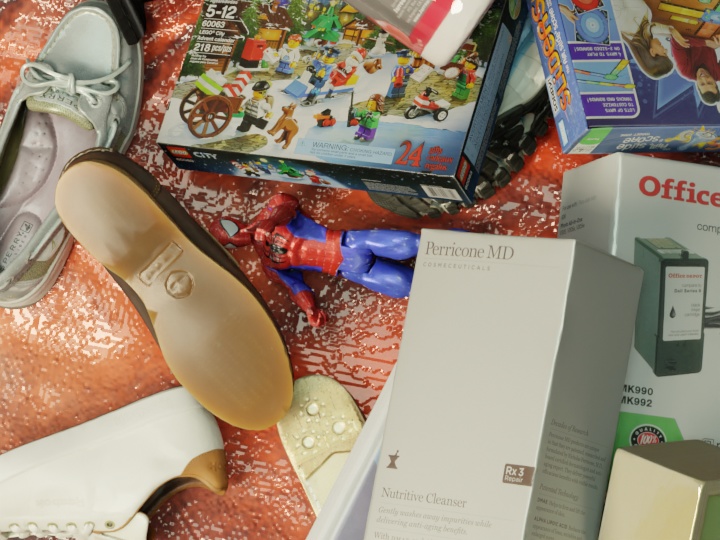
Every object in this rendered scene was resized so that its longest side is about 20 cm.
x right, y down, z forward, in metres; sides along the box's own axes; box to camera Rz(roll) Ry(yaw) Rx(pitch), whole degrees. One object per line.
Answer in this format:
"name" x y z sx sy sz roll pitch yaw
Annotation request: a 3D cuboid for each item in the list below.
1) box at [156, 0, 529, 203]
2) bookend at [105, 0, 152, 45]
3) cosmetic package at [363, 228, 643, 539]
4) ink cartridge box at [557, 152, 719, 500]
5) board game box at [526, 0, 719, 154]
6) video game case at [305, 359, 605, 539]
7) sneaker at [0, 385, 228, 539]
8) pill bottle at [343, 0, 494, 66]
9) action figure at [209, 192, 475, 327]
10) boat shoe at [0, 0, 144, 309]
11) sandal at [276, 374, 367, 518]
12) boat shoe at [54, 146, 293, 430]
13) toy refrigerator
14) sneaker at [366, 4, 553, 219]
"box" -0.011 -0.119 1.709 0.200 0.038 0.137 7 69 24
"bookend" -0.072 -0.265 1.734 0.200 0.092 0.199 -13 69 3
"cosmetic package" 0.080 0.082 1.587 0.113 0.081 0.200 2 80 37
"ink cartridge box" 0.191 0.040 1.666 0.146 0.084 0.200 8 81 -18
"board game box" 0.200 -0.137 1.679 0.200 0.034 0.135 -1 67 -24
"video game case" 0.061 0.166 1.667 0.182 0.023 0.200 31 81 -21
"sneaker" -0.175 0.143 1.714 0.200 0.073 0.085 -23 78 0
"pill bottle" -0.002 -0.215 1.618 0.200 0.111 0.111 35 86 0
"action figure" 0.000 0.000 1.706 0.200 0.099 0.065 11 112 9
"boat shoe" -0.191 -0.074 1.750 0.074 0.065 0.202 23 85 8
"sandal" 0.011 0.155 1.698 0.078 0.070 0.212 -32 81 0
"boat shoe" -0.107 0.006 1.713 0.070 0.070 0.200 -35 98 8
"toy refrigerator" 0.172 0.201 1.572 0.070 0.076 0.200 21 105 42
"sneaker" 0.074 -0.115 1.741 0.200 0.078 0.090 -45 62 -5
